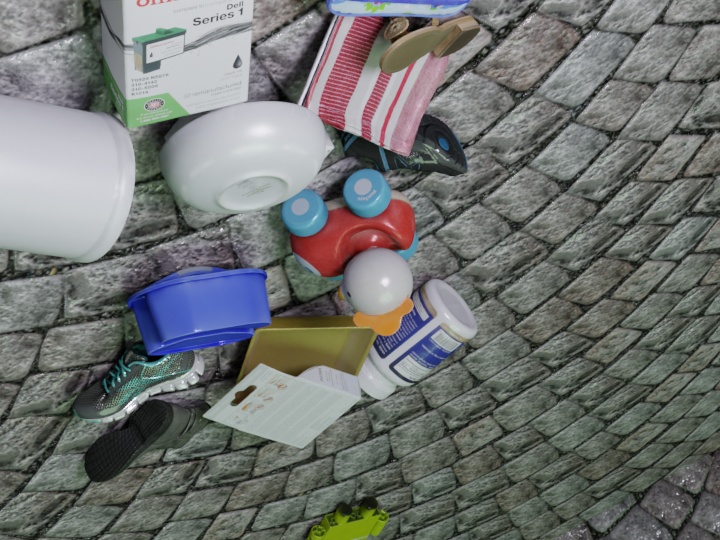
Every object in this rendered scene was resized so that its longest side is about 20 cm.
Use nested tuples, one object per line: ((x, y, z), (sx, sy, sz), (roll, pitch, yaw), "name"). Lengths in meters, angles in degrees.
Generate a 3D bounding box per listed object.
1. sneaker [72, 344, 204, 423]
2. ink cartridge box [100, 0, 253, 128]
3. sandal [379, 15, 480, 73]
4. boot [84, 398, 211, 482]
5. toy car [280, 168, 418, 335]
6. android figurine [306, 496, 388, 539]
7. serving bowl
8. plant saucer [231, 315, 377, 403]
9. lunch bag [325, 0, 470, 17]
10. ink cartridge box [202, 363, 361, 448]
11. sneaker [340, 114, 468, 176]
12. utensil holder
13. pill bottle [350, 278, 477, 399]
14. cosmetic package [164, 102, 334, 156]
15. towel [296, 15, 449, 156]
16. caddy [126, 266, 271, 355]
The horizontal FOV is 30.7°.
((-0.332, 0.148, 1.907), (0.200, 0.078, 0.091), (-26, 134, -9), "sneaker")
((-0.194, -0.260, 1.382), (0.146, 0.084, 0.200), (-17, 148, -19), "ink cartridge box")
((0.064, -0.290, 1.564), (0.078, 0.070, 0.212), (-43, 169, 35), "sandal")
((-0.333, 0.277, 2.091), (0.200, 0.068, 0.131), (-38, 153, 19), "boot")
((0.000, 0.000, 1.779), (0.177, 0.200, 0.184), (-17, 152, 9), "toy car")
((-0.033, 0.544, 2.736), (0.182, 0.041, 0.200), (-7, 142, -30), "android figurine")
((-0.132, -0.118, 1.537), (0.200, 0.066, 0.200), (-13, 157, -5), "serving bowl")
((-0.093, 0.131, 2.049), (0.200, 0.048, 0.200), (0, 141, -20), "plant saucer")
((0.052, -0.352, 1.444), (0.200, 0.082, 0.161), (-4, 144, -32), "lunch bag")
((-0.124, 0.200, 2.057), (0.200, 0.047, 0.160), (23, 130, -34), "ink cartridge box")
((0.061, -0.166, 1.744), (0.200, 0.073, 0.082), (20, 135, -40), "sneaker")
((-0.371, -0.104, 1.402), (0.200, 0.170, 0.170), (9, 134, -41), "utensil holder")
((0.080, 0.114, 2.116), (0.200, 0.116, 0.116), (-40, 147, 20), "pill bottle")
((-0.134, -0.157, 1.613), (0.200, 0.051, 0.083), (8, 133, -44), "cosmetic package")
((0.020, -0.230, 1.590), (0.200, 0.023, 0.144), (17, 97, -48), "towel")
((-0.218, 0.045, 1.798), (0.200, 0.105, 0.141), (-9, 166, -29), "caddy")
